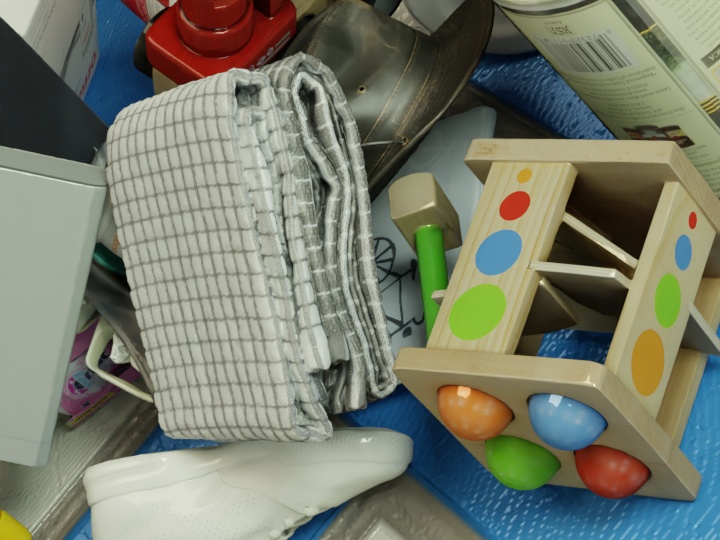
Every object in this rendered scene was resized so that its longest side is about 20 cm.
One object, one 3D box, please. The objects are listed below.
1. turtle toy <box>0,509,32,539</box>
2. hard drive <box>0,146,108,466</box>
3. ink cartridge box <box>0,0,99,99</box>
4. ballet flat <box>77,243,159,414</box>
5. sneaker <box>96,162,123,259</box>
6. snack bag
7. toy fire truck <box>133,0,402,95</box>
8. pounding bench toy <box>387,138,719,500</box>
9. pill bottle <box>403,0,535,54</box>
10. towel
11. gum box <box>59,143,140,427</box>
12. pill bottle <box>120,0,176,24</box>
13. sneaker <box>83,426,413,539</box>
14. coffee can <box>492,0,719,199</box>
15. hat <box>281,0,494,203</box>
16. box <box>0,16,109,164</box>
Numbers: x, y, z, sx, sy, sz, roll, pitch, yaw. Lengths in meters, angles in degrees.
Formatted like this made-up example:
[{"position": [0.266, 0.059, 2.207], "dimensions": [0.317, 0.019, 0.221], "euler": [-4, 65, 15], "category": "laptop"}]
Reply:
[{"position": [-0.283, 0.146, 1.510], "dimensions": [0.200, 0.146, 0.101], "euler": [-50, 19, -4], "category": "turtle toy"}, {"position": [-0.230, 0.018, 1.402], "dimensions": [0.026, 0.131, 0.201], "euler": [-91, 15, -59], "category": "hard drive"}, {"position": [-0.241, -0.164, 1.651], "dimensions": [0.082, 0.200, 0.147], "euler": [13, 58, 5], "category": "ink cartridge box"}, {"position": [-0.152, 0.023, 1.444], "dimensions": [0.073, 0.073, 0.200], "euler": [-47, 60, 2], "category": "ballet flat"}, {"position": [-0.096, -0.050, 1.468], "dimensions": [0.200, 0.080, 0.074], "euler": [-42, -14, -49], "category": "sneaker"}, {"position": [0.000, 0.000, 1.434], "dimensions": [0.199, 0.021, 0.189], "euler": [-20, 48, 31], "category": "snack bag"}, {"position": [-0.065, -0.204, 1.410], "dimensions": [0.128, 0.200, 0.176], "euler": [35, 65, 18], "category": "toy fire truck"}, {"position": [0.083, 0.030, 1.251], "dimensions": [0.199, 0.124, 0.157], "euler": [3, 61, 37], "category": "pounding bench toy"}, {"position": [0.095, -0.245, 1.483], "dimensions": [0.113, 0.113, 0.201], "euler": [-12, 51, 36], "category": "pill bottle"}, {"position": [-0.056, -0.008, 1.305], "dimensions": [0.165, 0.085, 0.201], "euler": [-9, 95, 59], "category": "towel"}, {"position": [-0.185, 0.000, 1.577], "dimensions": [0.113, 0.066, 0.200], "euler": [-39, 41, 10], "category": "gum box"}, {"position": [-0.095, -0.197, 1.618], "dimensions": [0.112, 0.112, 0.200], "euler": [-48, 40, 0], "category": "pill bottle"}, {"position": [-0.059, 0.139, 1.362], "dimensions": [0.199, 0.075, 0.089], "euler": [-12, 82, 20], "category": "sneaker"}, {"position": [0.167, -0.144, 1.269], "dimensions": [0.146, 0.200, 0.147], "euler": [-23, 45, 26], "category": "coffee can"}, {"position": [-0.010, -0.101, 1.381], "dimensions": [0.201, 0.081, 0.201], "euler": [-52, 11, 14], "category": "hat"}, {"position": [-0.298, -0.037, 1.541], "dimensions": [0.199, 0.123, 0.199], "euler": [-14, 40, 39], "category": "box"}]
